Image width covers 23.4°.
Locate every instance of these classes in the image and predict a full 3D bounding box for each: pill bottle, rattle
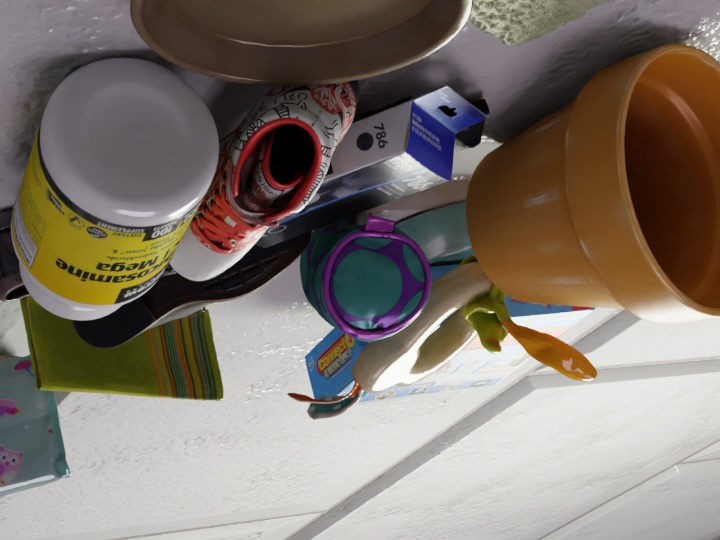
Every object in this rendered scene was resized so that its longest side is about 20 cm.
[{"bbox_3d":[-0.168,-0.044,1.144,0.112,0.113,0.200,-8,159,-23],"label":"pill bottle"},{"bbox_3d":[0.063,0.094,1.393,0.200,0.143,0.130,-37,176,-22],"label":"rattle"}]

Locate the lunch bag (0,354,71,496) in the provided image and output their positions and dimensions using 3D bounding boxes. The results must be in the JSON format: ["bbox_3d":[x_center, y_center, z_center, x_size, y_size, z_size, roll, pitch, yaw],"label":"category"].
[{"bbox_3d":[-0.345,0.133,1.458,0.169,0.123,0.200,-13,-173,-19],"label":"lunch bag"}]

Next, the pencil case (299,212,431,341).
[{"bbox_3d":[0.000,0.000,1.344,0.084,0.093,0.200,10,-176,-8],"label":"pencil case"}]

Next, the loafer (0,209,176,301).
[{"bbox_3d":[-0.179,-0.010,1.279,0.199,0.063,0.072,-4,150,-19],"label":"loafer"}]

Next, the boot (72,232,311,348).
[{"bbox_3d":[-0.133,-0.003,1.385,0.199,0.075,0.097,-23,-176,-1],"label":"boot"}]

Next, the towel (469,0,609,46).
[{"bbox_3d":[0.110,-0.198,1.064,0.148,0.037,0.200,-24,159,23],"label":"towel"}]

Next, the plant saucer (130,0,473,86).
[{"bbox_3d":[-0.034,-0.160,1.012,0.198,0.030,0.200,-2,162,-1],"label":"plant saucer"}]

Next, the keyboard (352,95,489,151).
[{"bbox_3d":[-0.002,-0.095,1.278,0.199,0.021,0.127,-15,166,-5],"label":"keyboard"}]

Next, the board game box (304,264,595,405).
[{"bbox_3d":[0.078,0.057,1.587,0.199,0.056,0.196,-5,157,-30],"label":"board game box"}]

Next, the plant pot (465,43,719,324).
[{"bbox_3d":[0.186,-0.051,1.319,0.199,0.202,0.183,4,168,-44],"label":"plant pot"}]

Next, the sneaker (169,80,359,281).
[{"bbox_3d":[-0.080,-0.050,1.152,0.201,0.067,0.108,-46,-169,27],"label":"sneaker"}]

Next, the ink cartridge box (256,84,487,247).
[{"bbox_3d":[-0.008,-0.071,1.246,0.199,0.039,0.099,-21,164,19],"label":"ink cartridge box"}]

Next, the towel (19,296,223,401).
[{"bbox_3d":[-0.194,0.064,1.447,0.018,0.087,0.199,-31,155,35],"label":"towel"}]

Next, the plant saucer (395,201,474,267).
[{"bbox_3d":[0.080,-0.005,1.556,0.199,0.036,0.200,-15,160,-5],"label":"plant saucer"}]
